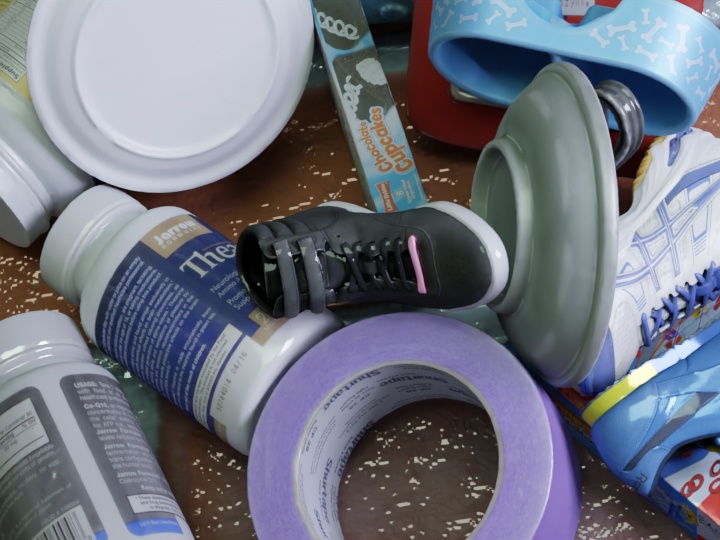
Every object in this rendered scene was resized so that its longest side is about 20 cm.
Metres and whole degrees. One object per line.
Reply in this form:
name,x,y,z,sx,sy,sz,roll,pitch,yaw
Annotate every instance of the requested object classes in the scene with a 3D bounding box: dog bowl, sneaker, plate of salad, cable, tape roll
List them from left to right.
plate of salad,-0.128,-0.149,1.625,0.199,0.201,0.048,-30,30,-7
sneaker,0.000,0.000,1.508,0.099,0.071,0.199,-21,18,-36
tape roll,0.035,0.133,1.532,0.199,0.085,0.201,-6,71,17
dog bowl,0.134,-0.138,1.552,0.199,0.112,0.050,14,69,17
cable,0.138,-0.055,1.581,0.050,0.200,0.098,-27,85,-17
sneaker,0.199,-0.003,1.542,0.088,0.075,0.201,20,68,18
sneaker,0.235,0.067,1.510,0.199,0.066,0.079,-34,74,-9

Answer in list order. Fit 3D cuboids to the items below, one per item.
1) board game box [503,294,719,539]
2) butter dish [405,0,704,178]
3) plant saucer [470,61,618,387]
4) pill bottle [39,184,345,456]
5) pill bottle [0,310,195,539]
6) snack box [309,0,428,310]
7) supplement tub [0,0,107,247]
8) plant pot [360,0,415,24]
board game box,0.230,0.052,1.582,0.196,0.056,0.200,39,74,25
butter dish,0.148,-0.183,1.680,0.199,0.148,0.201,11,108,17
plant saucer,0.105,-0.027,1.498,0.050,0.200,0.201,-2,60,-14
pill bottle,-0.115,0.027,1.620,0.199,0.111,0.111,34,72,23
pill bottle,-0.190,0.132,1.576,0.113,0.114,0.201,-26,61,-5
snack box,0.011,-0.086,1.657,0.037,0.116,0.201,-17,61,-1
supplement tub,-0.210,-0.130,1.701,0.145,0.146,0.200,34,72,23
plant pot,-0.016,-0.284,1.717,0.194,0.197,0.201,-3,63,12
